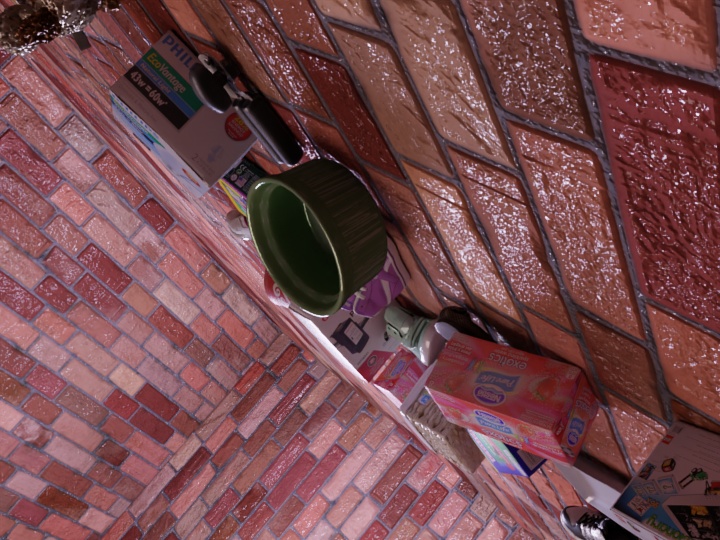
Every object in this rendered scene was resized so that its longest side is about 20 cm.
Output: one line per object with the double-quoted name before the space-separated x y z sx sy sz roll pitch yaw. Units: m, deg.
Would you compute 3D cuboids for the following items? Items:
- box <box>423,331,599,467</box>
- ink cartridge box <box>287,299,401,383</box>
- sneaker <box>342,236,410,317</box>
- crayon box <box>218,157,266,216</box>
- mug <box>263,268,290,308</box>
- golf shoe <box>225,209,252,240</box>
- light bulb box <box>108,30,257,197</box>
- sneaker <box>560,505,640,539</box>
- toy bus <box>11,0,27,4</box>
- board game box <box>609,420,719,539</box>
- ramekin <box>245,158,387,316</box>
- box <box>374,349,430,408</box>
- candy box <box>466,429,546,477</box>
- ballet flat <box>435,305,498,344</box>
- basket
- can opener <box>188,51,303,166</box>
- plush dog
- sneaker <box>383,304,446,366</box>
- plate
"box" 0.199 0.167 1.046 0.198 0.095 0.103 14 151 40
"ink cartridge box" -0.013 0.081 1.427 0.084 0.145 0.200 25 160 51
"sneaker" 0.001 0.000 1.165 0.072 0.114 0.201 33 165 42
"crayon box" -0.170 -0.118 1.451 0.199 0.058 0.173 38 169 24
"mug" -0.068 0.030 1.579 0.199 0.176 0.135 23 123 47
"golf shoe" -0.237 -0.106 1.733 0.199 0.075 0.092 29 148 42
"light bulb box" -0.266 -0.227 1.199 0.198 0.125 0.200 45 170 -11
"sneaker" 0.484 0.513 1.572 0.199 0.075 0.088 23 145 46
"toy bus" -0.641 -0.547 1.452 0.078 0.065 0.200 34 166 43
"board game box" 0.351 0.228 0.769 0.035 0.126 0.200 45 169 -19
"ramekin" -0.055 -0.050 1.051 0.199 0.097 0.202 35 142 33
"box" 0.139 0.282 1.733 0.200 0.103 0.095 47 168 -17
"candy box" 0.237 0.266 1.376 0.170 0.077 0.200 52 170 6
"ballet flat" 0.191 0.118 1.148 0.199 0.047 0.067 39 151 -12
"basket" 0.189 0.298 1.585 0.123 0.136 0.200 27 161 40
"can opener" -0.154 -0.209 1.051 0.052 0.067 0.200 26 165 50
"plush dog" -0.413 -0.385 1.084 0.158 0.203 0.172 10 -170 -19
"sneaker" 0.086 0.103 1.337 0.118 0.074 0.201 33 170 10
"plate" 0.419 0.378 1.341 0.200 0.032 0.199 49 168 -30
